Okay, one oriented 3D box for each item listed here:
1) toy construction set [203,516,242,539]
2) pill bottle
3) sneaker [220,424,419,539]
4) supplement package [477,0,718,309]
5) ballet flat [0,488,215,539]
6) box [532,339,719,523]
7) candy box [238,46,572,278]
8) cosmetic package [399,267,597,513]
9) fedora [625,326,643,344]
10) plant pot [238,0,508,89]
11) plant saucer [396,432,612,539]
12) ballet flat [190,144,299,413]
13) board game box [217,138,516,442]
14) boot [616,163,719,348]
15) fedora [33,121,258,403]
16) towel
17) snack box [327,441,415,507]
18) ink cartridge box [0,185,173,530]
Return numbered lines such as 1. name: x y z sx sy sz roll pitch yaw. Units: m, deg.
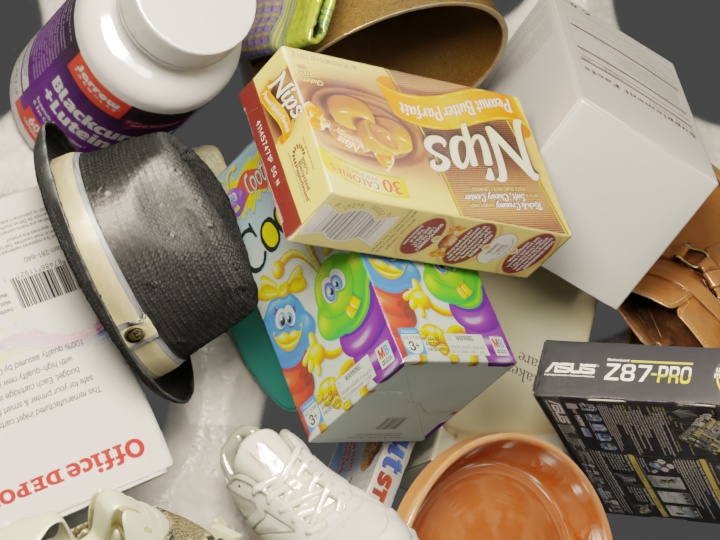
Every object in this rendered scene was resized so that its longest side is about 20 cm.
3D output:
1. toy construction set: -0.127 0.243 1.389 0.131 0.092 0.200 43 47 20
2. pill bottle: -0.144 -0.141 1.435 0.111 0.200 0.111 9 69 -25
3. sneaker: -0.039 0.148 1.391 0.078 0.200 0.099 -43 114 -17
4. supplement package: 0.156 -0.088 1.571 0.120 0.121 0.200 30 24 -17
5. ballet flat: -0.171 0.173 1.327 0.200 0.068 0.075 -20 122 -31
6. box: 0.221 0.114 1.516 0.200 0.161 0.049 56 44 -53
7. candy box: 0.030 -0.066 1.403 0.200 0.055 0.115 9 51 -39
8. cosmetic package: 0.096 0.069 1.569 0.104 0.073 0.200 24 63 -20
9. fedora: 0.297 0.077 1.667 0.201 0.082 0.201 9 69 -25
10. plant pot: -0.023 -0.210 1.553 0.186 0.186 0.200 -12 66 -31
11. plant saucer: 0.089 0.206 1.459 0.200 0.032 0.200 2 86 -40
12. ballet flat: -0.069 0.000 1.510 0.062 0.067 0.200 -30 89 -42
13. board game box: 0.000 0.000 1.447 0.105 0.103 0.200 3 55 -43
14. boot: 0.223 -0.011 1.613 0.200 0.074 0.155 34 44 26
15. fedora: -0.125 -0.019 1.405 0.092 0.201 0.201 -25 85 4
16. towel: -0.078 -0.208 1.484 0.023 0.200 0.144 15 83 -39
17. snack box: 0.010 0.116 1.506 0.024 0.072 0.200 33 61 -20
18. ink cartridge box: -0.228 0.065 1.389 0.145 0.084 0.200 -21 84 -32
